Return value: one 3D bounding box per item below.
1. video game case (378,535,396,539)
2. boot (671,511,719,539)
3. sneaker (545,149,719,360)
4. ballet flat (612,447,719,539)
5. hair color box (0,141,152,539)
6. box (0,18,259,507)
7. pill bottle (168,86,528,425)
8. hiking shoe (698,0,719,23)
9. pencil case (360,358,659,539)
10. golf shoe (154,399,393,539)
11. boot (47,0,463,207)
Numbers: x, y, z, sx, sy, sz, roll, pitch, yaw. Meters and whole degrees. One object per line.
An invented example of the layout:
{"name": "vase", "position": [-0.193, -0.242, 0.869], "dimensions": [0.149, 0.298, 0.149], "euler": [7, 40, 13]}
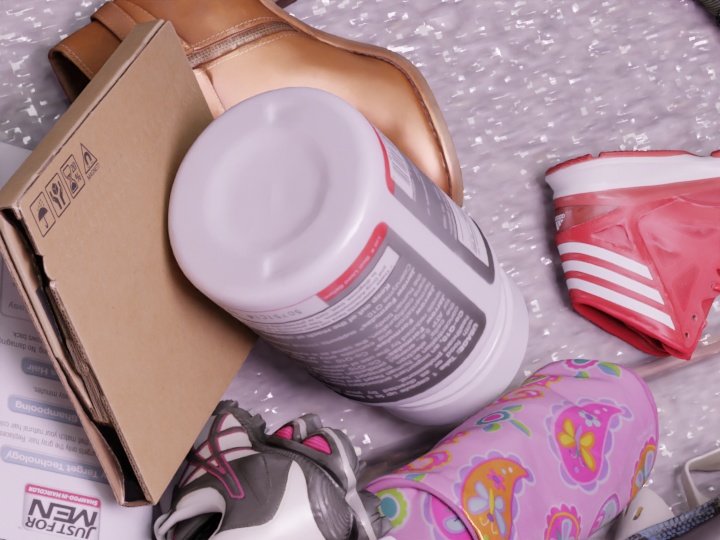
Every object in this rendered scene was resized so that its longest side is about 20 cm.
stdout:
{"name": "video game case", "position": [-0.015, 0.234, 1.242], "dimensions": [0.182, 0.023, 0.200], "euler": [-22, 63, -22]}
{"name": "boot", "position": [0.200, 0.188, 1.479], "dimensions": [0.138, 0.077, 0.200], "euler": [-29, 127, -14]}
{"name": "sneaker", "position": [0.200, -0.008, 1.571], "dimensions": [0.199, 0.078, 0.116], "euler": [-2, 85, -11]}
{"name": "ballet flat", "position": [0.180, 0.139, 1.525], "dimensions": [0.200, 0.074, 0.074], "euler": [-23, 86, -29]}
{"name": "hair color box", "position": [-0.153, 0.048, 1.356], "dimensions": [0.099, 0.061, 0.200], "euler": [16, 61, -31]}
{"name": "box", "position": [-0.102, -0.007, 1.350], "dimensions": [0.164, 0.021, 0.200], "euler": [68, 26, -22]}
{"name": "pill bottle", "position": [0.000, 0.000, 1.402], "dimensions": [0.200, 0.114, 0.114], "euler": [41, 55, -54]}
{"name": "hiking shoe", "position": [0.253, -0.125, 1.614], "dimensions": [0.200, 0.076, 0.101], "euler": [27, 63, -15]}
{"name": "pencil case", "position": [0.074, 0.108, 1.407], "dimensions": [0.088, 0.087, 0.200], "euler": [59, 36, 1]}
{"name": "golf shoe", "position": [-0.067, 0.111, 1.342], "dimensions": [0.088, 0.200, 0.077], "euler": [-28, 97, -23]}
{"name": "boot", "position": [-0.053, -0.078, 1.467], "dimensions": [0.155, 0.077, 0.200], "euler": [-34, 88, -29]}
